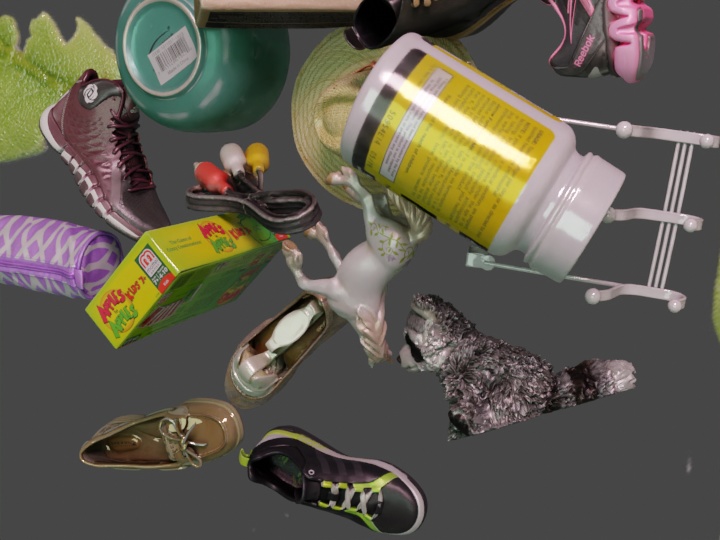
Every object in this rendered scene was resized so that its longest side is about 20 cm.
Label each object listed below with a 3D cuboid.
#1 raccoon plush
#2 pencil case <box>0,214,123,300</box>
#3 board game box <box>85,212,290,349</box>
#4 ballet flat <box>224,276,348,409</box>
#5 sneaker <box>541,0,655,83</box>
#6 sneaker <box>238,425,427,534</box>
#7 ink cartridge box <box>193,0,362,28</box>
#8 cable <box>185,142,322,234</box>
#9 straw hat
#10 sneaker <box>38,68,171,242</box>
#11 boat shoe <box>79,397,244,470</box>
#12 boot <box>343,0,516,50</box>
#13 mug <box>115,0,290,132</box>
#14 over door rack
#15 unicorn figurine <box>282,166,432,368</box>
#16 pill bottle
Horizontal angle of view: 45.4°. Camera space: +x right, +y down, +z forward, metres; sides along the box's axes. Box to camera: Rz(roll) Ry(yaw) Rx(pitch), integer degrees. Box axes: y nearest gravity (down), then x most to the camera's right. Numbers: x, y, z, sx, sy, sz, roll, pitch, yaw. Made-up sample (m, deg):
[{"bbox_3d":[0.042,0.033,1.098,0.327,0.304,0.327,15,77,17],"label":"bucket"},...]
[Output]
[{"bbox_3d":[0.132,0.068,0.784,0.197,0.097,0.136,-15,80,-4],"label":"raccoon plush"},{"bbox_3d":[-0.363,-0.016,0.964,0.197,0.085,0.086,6,101,22],"label":"pencil case"},{"bbox_3d":[-0.155,0.000,0.811,0.048,0.200,0.102,48,114,8],"label":"board game box"},{"bbox_3d":[-0.087,0.078,0.870,0.068,0.067,0.200,47,114,9],"label":"ballet flat"},{"bbox_3d":[0.181,-0.250,0.693,0.094,0.079,0.204,0,99,35],"label":"sneaker"},{"bbox_3d":[-0.032,0.223,0.865,0.197,0.083,0.073,17,107,20],"label":"sneaker"},{"bbox_3d":[-0.065,-0.313,0.728,0.162,0.075,0.204,-3,92,-15],"label":"ink cartridge box"},{"bbox_3d":[-0.107,-0.075,0.783,0.096,0.200,0.051,-23,115,-15],"label":"cable"},{"bbox_3d":[0.007,-0.138,0.777,0.198,0.085,0.205,5,101,23],"label":"straw hat"},{"bbox_3d":[-0.247,-0.130,0.899,0.200,0.076,0.116,48,111,9],"label":"sneaker"},{"bbox_3d":[-0.219,0.191,0.952,0.197,0.063,0.074,-16,93,25],"label":"boat shoe"},{"bbox_3d":[0.086,-0.234,0.656,0.078,0.137,0.200,57,141,9],"label":"boot"},{"bbox_3d":[-0.153,-0.225,0.815,0.150,0.114,0.188,18,107,19],"label":"mug"},{"bbox_3d":[0.185,-0.055,0.726,0.197,0.066,0.150,13,104,21],"label":"over door rack"},{"bbox_3d":[0.000,0.000,0.773,0.138,0.074,0.201,46,139,13],"label":"unicorn figurine"},{"bbox_3d":[0.093,-0.084,0.662,0.198,0.114,0.115,33,111,9],"label":"pill bottle"}]
